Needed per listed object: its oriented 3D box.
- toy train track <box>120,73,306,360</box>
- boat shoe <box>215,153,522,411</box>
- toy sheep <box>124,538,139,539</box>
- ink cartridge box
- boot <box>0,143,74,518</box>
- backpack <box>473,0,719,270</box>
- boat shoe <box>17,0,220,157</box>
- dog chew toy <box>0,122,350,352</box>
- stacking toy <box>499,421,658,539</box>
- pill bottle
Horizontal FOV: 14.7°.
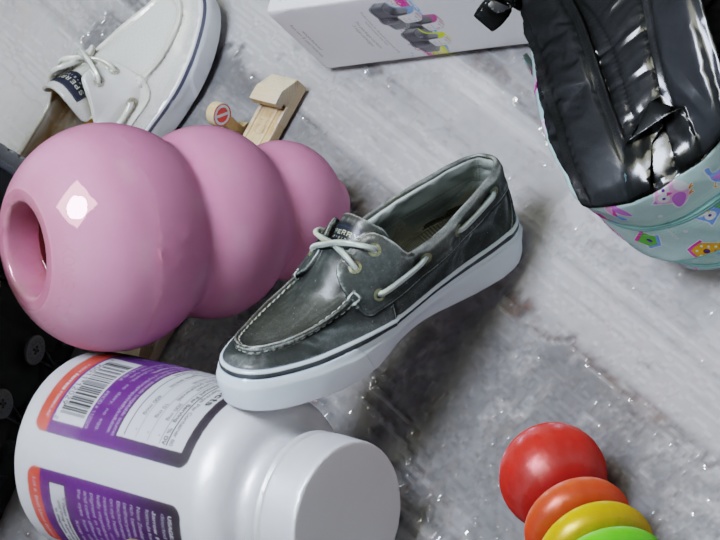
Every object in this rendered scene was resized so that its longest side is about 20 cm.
[{"bbox_3d":[-0.094,-0.032,1.636,0.114,0.033,0.201,16,73,43],"label":"toy train track"},{"bbox_3d":[0.000,0.000,1.454,0.200,0.071,0.072,-34,37,-31],"label":"boat shoe"},{"bbox_3d":[-0.093,0.228,1.391,0.137,0.138,0.201,-29,69,19],"label":"toy sheep"},{"bbox_3d":[0.055,-0.190,1.602,0.199,0.068,0.116,-4,59,35],"label":"ink cartridge box"},{"bbox_3d":[-0.229,0.038,1.602,0.065,0.165,0.201,16,71,49],"label":"boot"},{"bbox_3d":[0.162,-0.103,1.421,0.167,0.126,0.201,-34,46,30],"label":"backpack"},{"bbox_3d":[-0.160,-0.101,1.708,0.071,0.070,0.200,27,80,45],"label":"boat shoe"},{"bbox_3d":[-0.096,-0.026,1.538,0.124,0.199,0.125,23,118,54],"label":"dog chew toy"},{"bbox_3d":[0.119,0.146,1.329,0.085,0.085,0.200,-38,38,11],"label":"stacking toy"},{"bbox_3d":[-0.079,0.112,1.471,0.199,0.111,0.112,11,69,41],"label":"pill bottle"}]
